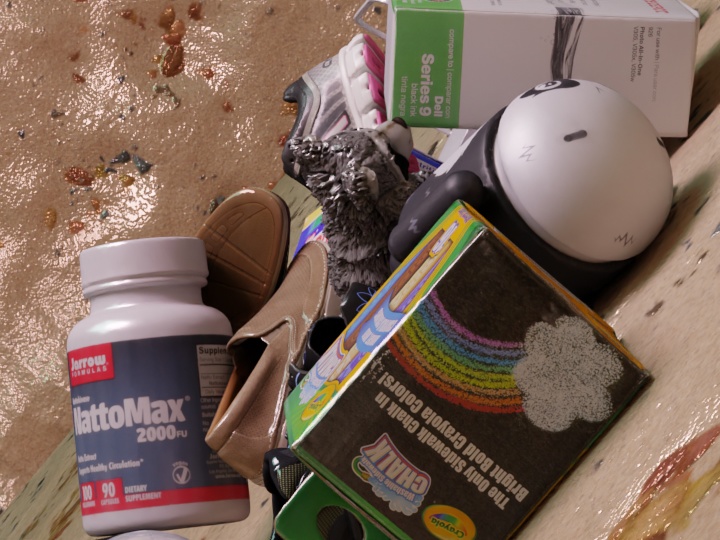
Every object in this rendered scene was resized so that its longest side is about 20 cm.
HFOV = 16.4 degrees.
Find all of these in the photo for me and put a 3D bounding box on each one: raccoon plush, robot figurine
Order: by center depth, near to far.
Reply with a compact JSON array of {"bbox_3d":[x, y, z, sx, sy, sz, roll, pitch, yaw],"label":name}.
[{"bbox_3d":[0.101,-0.032,1.526,0.200,0.125,0.150,-43,10,43],"label":"robot figurine"},{"bbox_3d":[0.000,0.000,1.617,0.134,0.096,0.201,12,-92,-56],"label":"raccoon plush"}]

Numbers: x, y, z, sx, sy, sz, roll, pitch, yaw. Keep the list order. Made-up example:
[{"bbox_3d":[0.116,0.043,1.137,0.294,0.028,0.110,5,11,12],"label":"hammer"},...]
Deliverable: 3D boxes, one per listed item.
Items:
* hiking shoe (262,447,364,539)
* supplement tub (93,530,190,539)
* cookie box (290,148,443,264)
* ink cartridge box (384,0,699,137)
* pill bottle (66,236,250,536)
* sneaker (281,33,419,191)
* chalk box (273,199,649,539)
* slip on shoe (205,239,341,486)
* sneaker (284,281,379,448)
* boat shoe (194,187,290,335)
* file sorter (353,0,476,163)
[{"bbox_3d":[-0.002,0.123,1.445,0.200,0.101,0.076,-54,19,-15],"label":"hiking shoe"},{"bbox_3d":[-0.163,0.243,1.724,0.123,0.122,0.200,-52,8,-17],"label":"supplement tub"},{"bbox_3d":[-0.004,0.030,1.844,0.171,0.075,0.201,-37,30,57],"label":"cookie box"},{"bbox_3d":[0.117,-0.142,1.675,0.146,0.199,0.084,-90,3,-77],"label":"ink cartridge box"},{"bbox_3d":[-0.145,0.082,1.765,0.120,0.119,0.201,154,111,-71],"label":"pill bottle"},{"bbox_3d":[-0.008,-0.063,1.759,0.087,0.201,0.074,-20,-22,24],"label":"sneaker"},{"bbox_3d":[0.039,0.081,1.354,0.200,0.125,0.124,-48,8,5],"label":"chalk box"},{"bbox_3d":[-0.060,0.055,1.738,0.076,0.060,0.201,-40,29,52],"label":"slip on shoe"},{"bbox_3d":[-0.015,0.077,1.568,0.200,0.078,0.070,-50,7,44],"label":"sneaker"},{"bbox_3d":[-0.089,0.024,1.842,0.072,0.072,0.201,-27,-42,-57],"label":"boat shoe"},{"bbox_3d":[0.056,-0.175,1.917,0.201,0.124,0.139,-64,4,-6],"label":"file sorter"}]
